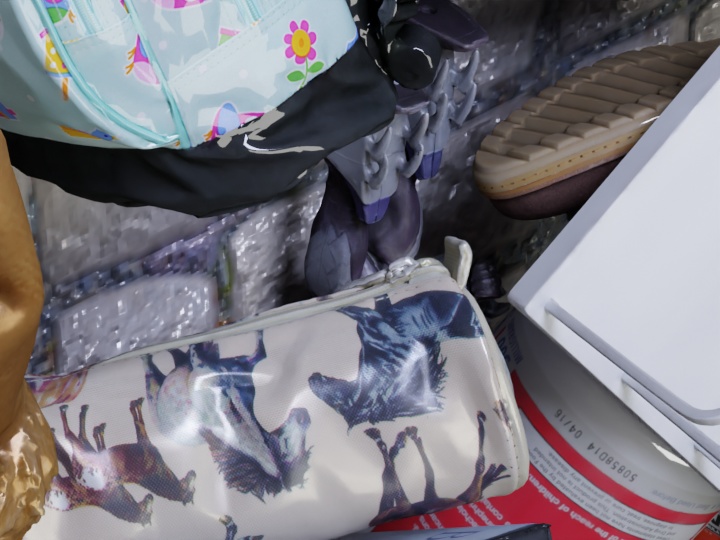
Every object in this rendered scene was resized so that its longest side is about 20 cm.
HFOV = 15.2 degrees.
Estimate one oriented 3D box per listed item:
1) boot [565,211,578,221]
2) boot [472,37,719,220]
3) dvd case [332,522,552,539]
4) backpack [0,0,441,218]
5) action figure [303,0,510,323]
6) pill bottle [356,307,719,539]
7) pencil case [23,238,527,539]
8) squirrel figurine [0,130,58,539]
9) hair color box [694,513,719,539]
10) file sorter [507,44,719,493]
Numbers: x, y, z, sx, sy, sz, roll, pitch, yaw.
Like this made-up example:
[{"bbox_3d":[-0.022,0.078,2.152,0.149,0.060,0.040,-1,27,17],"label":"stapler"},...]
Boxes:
[{"bbox_3d":[0.170,-0.066,1.138,0.200,0.138,0.078,-72,-176,-49],"label":"boot"},{"bbox_3d":[0.148,-0.006,1.001,0.200,0.072,0.167,-20,112,-15],"label":"boot"},{"bbox_3d":[-0.050,0.115,0.942,0.143,0.200,0.018,-12,92,-42],"label":"dvd case"},{"bbox_3d":[-0.086,-0.117,0.762,0.127,0.167,0.200,-45,129,-28],"label":"backpack"},{"bbox_3d":[0.000,0.000,1.005,0.130,0.069,0.200,-30,140,-42],"label":"action figure"},{"bbox_3d":[0.059,0.101,1.071,0.112,0.112,0.200,5,133,-48],"label":"pill bottle"},{"bbox_3d":[-0.048,0.053,0.911,0.200,0.078,0.090,-13,93,-7],"label":"pencil case"},{"bbox_3d":[-0.192,0.042,0.775,0.187,0.142,0.200,-28,128,-21],"label":"squirrel figurine"},{"bbox_3d":[0.201,0.147,1.324,0.101,0.061,0.200,-34,136,-25],"label":"hair color box"},{"bbox_3d":[0.181,0.033,0.927,0.139,0.125,0.200,-49,125,0],"label":"file sorter"}]
